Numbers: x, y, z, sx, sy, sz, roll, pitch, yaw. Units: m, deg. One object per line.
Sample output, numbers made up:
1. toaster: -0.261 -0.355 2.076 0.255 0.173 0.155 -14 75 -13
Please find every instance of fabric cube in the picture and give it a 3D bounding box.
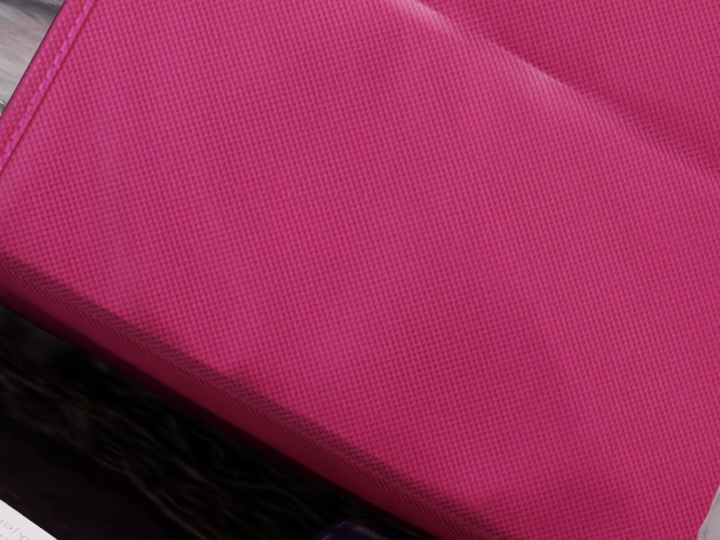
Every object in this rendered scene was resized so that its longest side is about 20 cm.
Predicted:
1. fabric cube: 0.026 -0.041 0.726 0.199 0.200 0.196 29 -6 -6

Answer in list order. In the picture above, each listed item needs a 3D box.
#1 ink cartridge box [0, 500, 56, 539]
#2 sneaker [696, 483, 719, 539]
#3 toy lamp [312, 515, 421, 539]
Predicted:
1. ink cartridge box: -0.067 0.115 0.460 0.116 0.068 0.200 34 18 8
2. sneaker: 0.067 0.127 0.554 0.073 0.112 0.200 26 39 -20
3. toy lamp: 0.062 0.129 0.654 0.200 0.058 0.058 40 20 17
